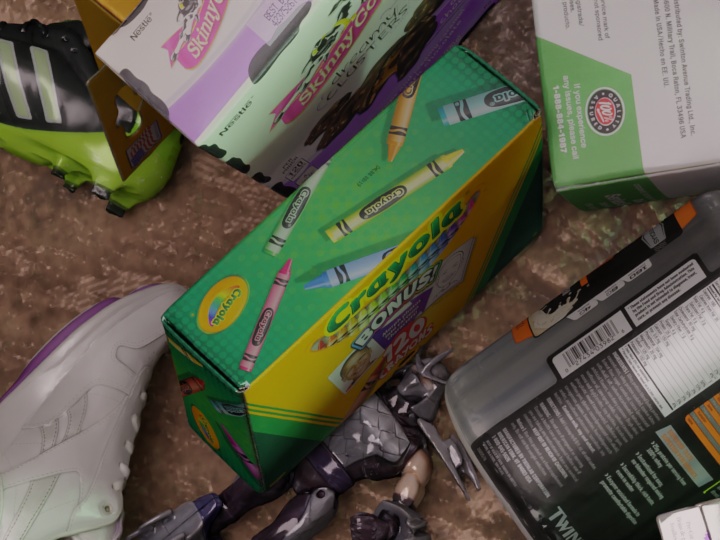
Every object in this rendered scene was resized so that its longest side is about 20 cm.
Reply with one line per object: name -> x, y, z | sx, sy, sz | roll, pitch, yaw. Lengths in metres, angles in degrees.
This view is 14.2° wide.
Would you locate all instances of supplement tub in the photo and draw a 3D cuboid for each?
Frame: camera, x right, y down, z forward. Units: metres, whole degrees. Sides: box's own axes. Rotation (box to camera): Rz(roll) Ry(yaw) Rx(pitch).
supplement tub -> 0.149, 0.046, 1.358 | 0.200, 0.123, 0.123 | -35, 75, 7

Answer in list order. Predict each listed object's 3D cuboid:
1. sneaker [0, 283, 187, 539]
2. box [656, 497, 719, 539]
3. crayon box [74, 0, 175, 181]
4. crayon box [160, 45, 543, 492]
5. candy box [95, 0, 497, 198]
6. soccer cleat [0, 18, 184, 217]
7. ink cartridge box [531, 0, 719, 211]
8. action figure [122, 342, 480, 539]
sneaker -> -0.141, 0.091, 1.438 | 0.100, 0.075, 0.200 | 43, 65, 1
box -> 0.161, 0.132, 1.301 | 0.038, 0.200, 0.042 | -15, 78, 7
crayon box -> -0.072, -0.150, 1.416 | 0.052, 0.126, 0.200 | 40, 77, 16
crayon box -> 0.000, 0.000, 1.372 | 0.058, 0.119, 0.200 | 41, 72, 21
candy box -> -0.019, -0.125, 1.386 | 0.072, 0.200, 0.168 | 42, 95, 16
soccer cleat -> -0.179, -0.101, 1.502 | 0.199, 0.068, 0.081 | 26, 79, 11
ink cartridge box -> 0.187, -0.117, 1.389 | 0.199, 0.084, 0.147 | -8, 80, 13
action figure -> -0.028, 0.105, 1.425 | 0.200, 0.069, 0.130 | -40, 61, 2
